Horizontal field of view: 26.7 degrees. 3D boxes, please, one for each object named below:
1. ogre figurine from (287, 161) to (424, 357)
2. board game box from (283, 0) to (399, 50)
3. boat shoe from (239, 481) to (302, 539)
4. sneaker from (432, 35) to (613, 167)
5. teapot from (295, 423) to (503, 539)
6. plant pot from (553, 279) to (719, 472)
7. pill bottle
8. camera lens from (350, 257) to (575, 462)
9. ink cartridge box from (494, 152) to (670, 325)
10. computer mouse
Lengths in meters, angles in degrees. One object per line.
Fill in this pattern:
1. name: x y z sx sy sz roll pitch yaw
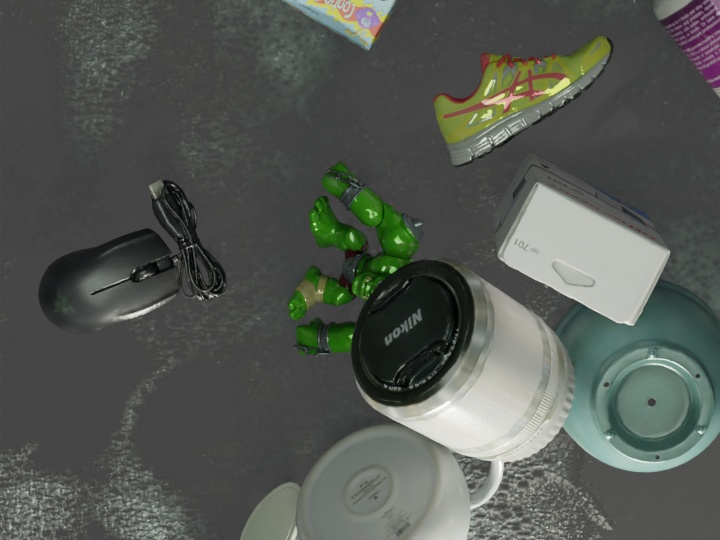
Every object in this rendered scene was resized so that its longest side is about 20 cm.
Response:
1. ogre figurine: 0.000 0.000 1.566 0.119 0.098 0.202 15 86 19
2. board game box: 0.017 -0.331 1.493 0.102 0.105 0.201 30 102 -3
3. boat shoe: -0.096 0.325 1.657 0.061 0.073 0.202 18 96 -44
4. sneaker: 0.160 -0.189 1.526 0.199 0.078 0.091 -31 90 7
5. teapot: 0.039 0.265 1.585 0.198 0.199 0.146 -9 138 25
6. plant pot: 0.291 0.120 1.545 0.198 0.134 0.203 1 101 3
7. pill bottle: 0.356 -0.253 1.482 0.112 0.112 0.200 -39 97 10
8. camera lens: 0.100 0.090 1.488 0.160 0.160 0.199 -48 135 10
9. ink cartridge box: 0.212 -0.034 1.487 0.145 0.200 0.086 27 101 -2
10. computer mouse: -0.254 0.004 1.600 0.198 0.053 0.139 -25 99 8
